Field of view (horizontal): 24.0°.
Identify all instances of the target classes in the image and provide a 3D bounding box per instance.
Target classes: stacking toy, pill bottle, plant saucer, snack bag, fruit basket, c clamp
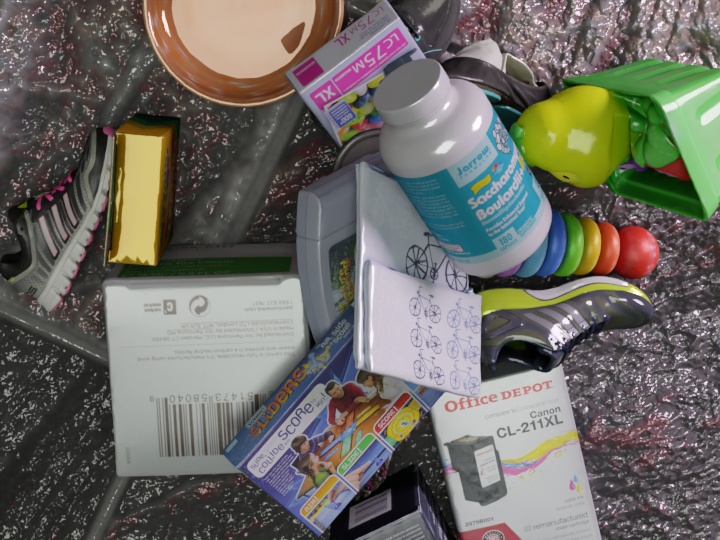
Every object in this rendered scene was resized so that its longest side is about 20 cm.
[{"bbox_3d":[0.209,-0.028,1.703,0.199,0.085,0.086,5,102,-19],"label":"stacking toy"},{"bbox_3d":[0.088,-0.097,1.548,0.111,0.111,0.200,-32,125,6],"label":"pill bottle"},{"bbox_3d":[-0.116,-0.264,1.687,0.199,0.037,0.201,0,101,-1],"label":"plant saucer"},{"bbox_3d":[0.057,0.011,1.591,0.021,0.188,0.201,-11,71,36],"label":"snack bag"},{"bbox_3d":[0.247,-0.121,1.622,0.215,0.216,0.156,-25,109,5],"label":"fruit basket"},{"bbox_3d":[0.040,-0.058,1.667,0.170,0.027,0.201,16,107,-26],"label":"c clamp"}]

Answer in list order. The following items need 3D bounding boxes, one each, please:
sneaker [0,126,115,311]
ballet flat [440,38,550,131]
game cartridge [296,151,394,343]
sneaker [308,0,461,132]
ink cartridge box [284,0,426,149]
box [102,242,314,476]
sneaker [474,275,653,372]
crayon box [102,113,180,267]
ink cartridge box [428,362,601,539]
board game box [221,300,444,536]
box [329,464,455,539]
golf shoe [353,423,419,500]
[{"bbox_3d":[-0.307,-0.060,1.707,0.087,0.074,0.201,23,105,-11],"label":"sneaker"},{"bbox_3d":[0.124,-0.182,1.647,0.068,0.200,0.069,-4,77,34],"label":"ballet flat"},{"bbox_3d":[0.000,0.000,1.615,0.133,0.041,0.201,-28,120,-34],"label":"game cartridge"},{"bbox_3d":[0.024,-0.214,1.670,0.075,0.079,0.200,43,97,10],"label":"sneaker"},{"bbox_3d":[0.023,-0.161,1.645,0.119,0.042,0.200,-37,143,3],"label":"ink cartridge box"},{"bbox_3d":[-0.144,0.085,1.687,0.198,0.171,0.201,-2,101,0],"label":"box"},{"bbox_3d":[0.199,0.061,1.694,0.199,0.081,0.074,-8,145,-7],"label":"sneaker"},{"bbox_3d":[-0.210,-0.078,1.640,0.051,0.200,0.128,5,102,-1],"label":"crayon box"},{"bbox_3d":[0.155,0.193,1.755,0.145,0.083,0.201,-14,101,3],"label":"ink cartridge box"},{"bbox_3d":[-0.019,0.137,1.595,0.200,0.034,0.135,-48,128,-5],"label":"board game box"},{"bbox_3d":[0.057,0.328,1.748,0.107,0.148,0.201,-26,101,5],"label":"box"},{"bbox_3d":[0.006,0.164,1.745,0.072,0.092,0.200,23,130,-16],"label":"golf shoe"}]
